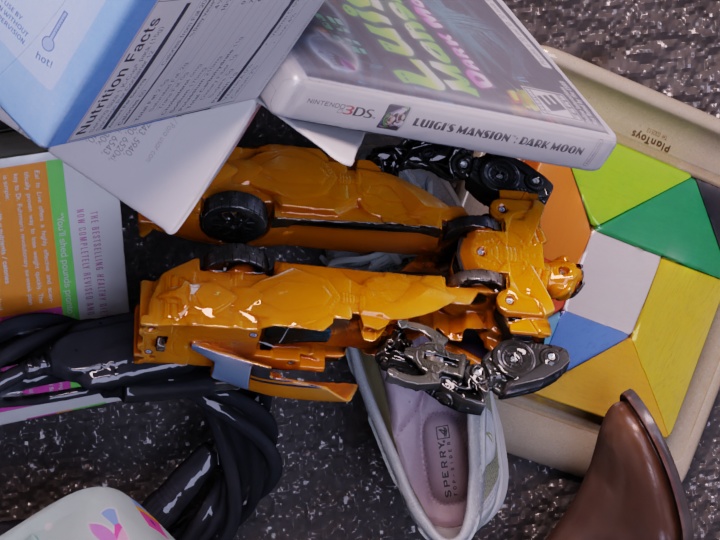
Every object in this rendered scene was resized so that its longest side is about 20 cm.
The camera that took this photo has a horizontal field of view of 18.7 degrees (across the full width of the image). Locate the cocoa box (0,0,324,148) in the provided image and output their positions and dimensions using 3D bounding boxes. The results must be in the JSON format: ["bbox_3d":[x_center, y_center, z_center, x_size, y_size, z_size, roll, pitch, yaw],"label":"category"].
[{"bbox_3d":[-0.103,-0.161,0.747,0.134,0.200,0.131,-53,163,30],"label":"cocoa box"}]

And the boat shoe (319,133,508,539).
[{"bbox_3d":[0.026,0.031,1.041,0.074,0.065,0.203,-11,93,7],"label":"boat shoe"}]

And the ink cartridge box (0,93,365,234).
[{"bbox_3d":[-0.097,-0.086,0.871,0.200,0.116,0.068,34,107,-5],"label":"ink cartridge box"}]

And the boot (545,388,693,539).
[{"bbox_3d":[0.064,0.161,1.100,0.199,0.064,0.187,-16,128,-12],"label":"boot"}]

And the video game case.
[{"bbox_3d":[-0.006,-0.121,0.916,0.181,0.200,0.023,6,128,-42],"label":"video game case"}]

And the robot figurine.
[{"bbox_3d":[0.000,0.000,0.970,0.199,0.146,0.058,6,146,-11],"label":"robot figurine"}]

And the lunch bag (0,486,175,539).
[{"bbox_3d":[-0.156,0.198,1.004,0.200,0.077,0.161,-35,137,0],"label":"lunch bag"}]

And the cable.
[{"bbox_3d":[-0.135,0.089,1.011,0.199,0.051,0.164,-14,134,-18],"label":"cable"}]

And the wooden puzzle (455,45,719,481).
[{"bbox_3d":[0.123,0.007,1.110,0.184,0.037,0.201,20,97,-24],"label":"wooden puzzle"}]

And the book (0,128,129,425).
[{"bbox_3d":[-0.206,0.014,0.985,0.199,0.048,0.134,-10,112,-17],"label":"book"}]
